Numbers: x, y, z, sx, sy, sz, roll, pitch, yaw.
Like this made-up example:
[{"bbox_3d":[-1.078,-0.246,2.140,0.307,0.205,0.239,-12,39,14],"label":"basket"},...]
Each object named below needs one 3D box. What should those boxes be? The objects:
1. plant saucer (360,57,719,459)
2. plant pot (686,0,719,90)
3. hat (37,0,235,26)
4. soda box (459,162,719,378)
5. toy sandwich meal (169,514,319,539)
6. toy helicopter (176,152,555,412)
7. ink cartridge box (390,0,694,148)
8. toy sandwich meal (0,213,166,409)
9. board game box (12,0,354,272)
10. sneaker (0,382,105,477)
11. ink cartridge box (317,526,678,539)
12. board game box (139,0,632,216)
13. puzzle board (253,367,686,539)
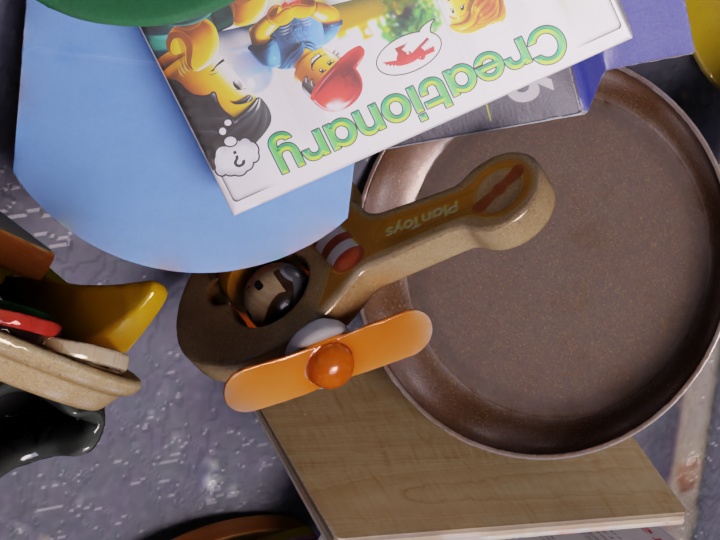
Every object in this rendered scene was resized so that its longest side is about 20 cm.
[{"bbox_3d":[0.093,-0.008,1.429,0.201,0.200,0.032,-55,159,13],"label":"plant saucer"},{"bbox_3d":[0.254,-0.189,1.385,0.176,0.200,0.200,-47,130,-13],"label":"plant pot"},{"bbox_3d":[-0.067,-0.215,1.272,0.199,0.176,0.167,-9,110,21],"label":"hat"},{"bbox_3d":[0.156,-0.004,1.457,0.199,0.064,0.068,-22,165,21],"label":"soda box"},{"bbox_3d":[-0.079,0.223,1.547,0.204,0.070,0.206,-20,137,-20],"label":"toy sandwich meal"},{"bbox_3d":[0.000,0.000,1.369,0.199,0.133,0.079,-21,132,21],"label":"toy helicopter"},{"bbox_3d":[0.042,-0.151,1.340,0.199,0.047,0.198,-10,126,11],"label":"ink cartridge box"},{"bbox_3d":[-0.177,-0.006,1.262,0.205,0.205,0.071,24,89,-36],"label":"toy sandwich meal"},{"bbox_3d":[-0.077,-0.099,1.333,0.157,0.039,0.201,5,112,-5],"label":"board game box"},{"bbox_3d":[-0.212,0.069,1.365,0.199,0.086,0.081,-16,124,-16],"label":"sneaker"},{"bbox_3d":[0.091,0.169,1.512,0.200,0.146,0.085,10,115,-51],"label":"ink cartridge box"},{"bbox_3d":[0.006,-0.122,1.285,0.199,0.035,0.127,-24,111,7],"label":"board game box"},{"bbox_3d":[0.047,0.087,1.469,0.199,0.151,0.017,-1,126,-27],"label":"puzzle board"}]
